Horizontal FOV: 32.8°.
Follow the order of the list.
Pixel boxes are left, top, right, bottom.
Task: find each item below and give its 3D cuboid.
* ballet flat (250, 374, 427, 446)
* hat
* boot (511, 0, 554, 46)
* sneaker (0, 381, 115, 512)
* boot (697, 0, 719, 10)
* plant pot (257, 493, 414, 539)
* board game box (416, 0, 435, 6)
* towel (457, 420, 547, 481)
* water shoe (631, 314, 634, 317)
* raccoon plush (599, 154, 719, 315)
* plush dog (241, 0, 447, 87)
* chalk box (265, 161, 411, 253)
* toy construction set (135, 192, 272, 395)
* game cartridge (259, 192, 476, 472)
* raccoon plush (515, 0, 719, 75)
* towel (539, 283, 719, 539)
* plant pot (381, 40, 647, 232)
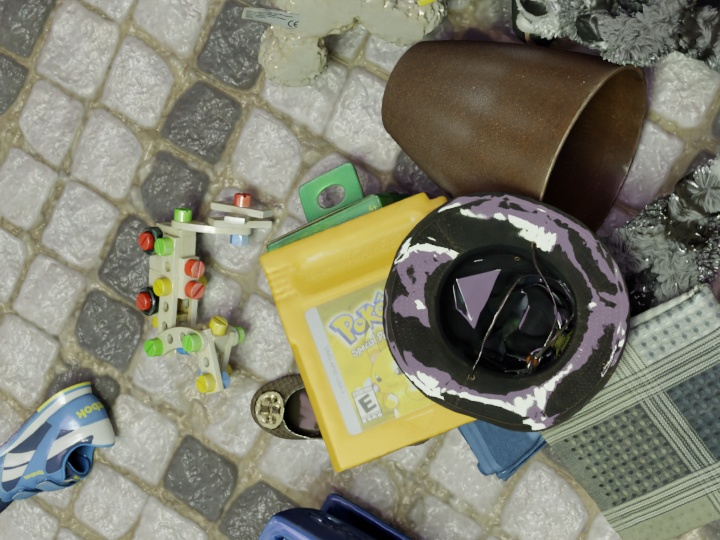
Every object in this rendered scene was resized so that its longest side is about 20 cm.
[{"bbox_3d":[-0.021,0.144,1.216,0.197,0.046,0.068,6,95,18],"label":"ballet flat"},{"bbox_3d":[0.121,0.031,1.006,0.198,0.081,0.204,0,91,14],"label":"hat"},{"bbox_3d":[0.116,-0.302,1.134,0.137,0.077,0.203,-2,80,22],"label":"boot"},{"bbox_3d":[-0.343,0.210,1.314,0.200,0.074,0.082,-44,82,17],"label":"sneaker"},{"bbox_3d":[0.340,-0.287,1.055,0.195,0.073,0.165,-4,94,12],"label":"boot"},{"bbox_3d":[-0.012,0.341,1.156,0.198,0.180,0.202,28,102,14],"label":"plant pot"},{"bbox_3d":[0.108,-0.331,1.034,0.198,0.057,0.166,-23,53,3],"label":"board game box"},{"bbox_3d":[0.158,0.097,1.117,0.200,0.048,0.112,-51,57,39],"label":"towel"},{"bbox_3d":[0.243,0.065,1.106,0.199,0.079,0.072,33,103,13],"label":"water shoe"},{"bbox_3d":[0.288,-0.039,1.025,0.097,0.134,0.200,50,135,1],"label":"raccoon plush"},{"bbox_3d":[-0.032,-0.295,1.144,0.198,0.161,0.173,-19,51,19],"label":"plush dog"},{"bbox_3d":[0.000,0.000,1.159,0.123,0.124,0.202,-25,86,17],"label":"chalk box"},{"bbox_3d":[-0.162,0.014,1.230,0.130,0.092,0.203,15,91,41],"label":"toy construction set"},{"bbox_3d":[0.025,0.051,1.067,0.174,0.032,0.202,-21,87,2],"label":"game cartridge"},{"bbox_3d":[0.217,-0.203,1.032,0.199,0.134,0.097,36,85,-21],"label":"raccoon plush"},{"bbox_3d":[0.253,0.127,1.018,0.199,0.035,0.193,-32,103,29],"label":"towel"},{"bbox_3d":[0.123,-0.129,1.095,0.199,0.186,0.189,29,102,27],"label":"plant pot"}]
